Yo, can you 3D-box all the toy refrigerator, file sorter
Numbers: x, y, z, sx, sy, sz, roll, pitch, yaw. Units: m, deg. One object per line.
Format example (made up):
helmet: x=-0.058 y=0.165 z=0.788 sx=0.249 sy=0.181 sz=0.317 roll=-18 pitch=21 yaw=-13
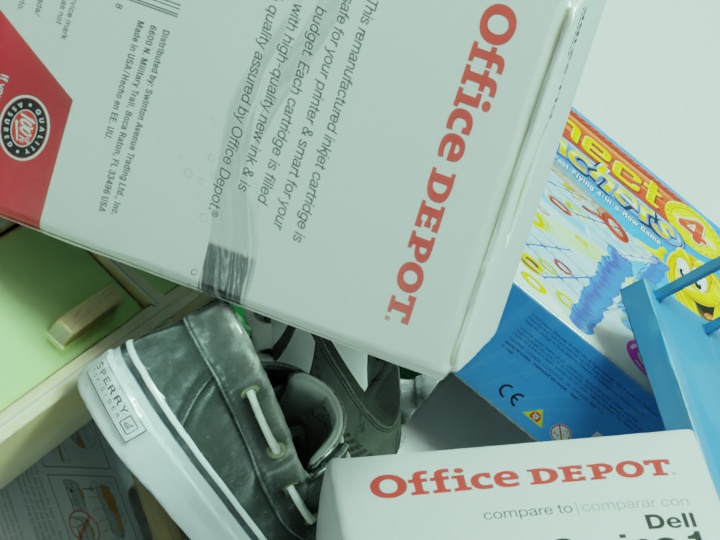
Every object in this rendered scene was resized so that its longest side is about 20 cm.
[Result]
toy refrigerator: x=-0.121 y=0.018 z=0.911 sx=0.076 sy=0.070 sz=0.200 roll=43 pitch=33 yaw=6
file sorter: x=0.225 y=0.070 z=1.045 sx=0.200 sy=0.123 sz=0.139 roll=30 pitch=37 yaw=-50

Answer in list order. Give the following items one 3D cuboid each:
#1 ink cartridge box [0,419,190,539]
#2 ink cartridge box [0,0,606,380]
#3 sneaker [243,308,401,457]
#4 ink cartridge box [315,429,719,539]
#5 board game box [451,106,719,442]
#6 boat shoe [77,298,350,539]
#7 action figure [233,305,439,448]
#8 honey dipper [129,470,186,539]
ink cartridge box: x=-0.140 y=0.116 z=0.924 sx=0.200 sy=0.057 sz=0.163 roll=15 pitch=46 yaw=-55
ink cartridge box: x=-0.029 y=-0.066 z=0.854 sx=0.200 sy=0.144 sz=0.084 roll=21 pitch=14 yaw=13
sneaker: x=0.000 y=0.000 z=0.946 sx=0.066 sy=0.090 sz=0.200 roll=-49 pitch=134 yaw=-50
ink cartridge box: x=0.069 y=0.155 z=0.852 sx=0.146 sy=0.084 sz=0.200 roll=-4 pitch=42 yaw=-10
board game box: x=0.074 y=-0.016 z=1.128 sx=0.200 sy=0.056 sz=0.196 roll=39 pitch=28 yaw=-6
boat shoe: x=-0.035 y=0.071 z=0.910 sx=0.072 sy=0.071 sz=0.200 roll=61 pitch=3 yaw=25
action figure: x=-0.062 y=0.012 z=1.047 sx=0.200 sy=0.055 sz=0.118 roll=34 pitch=46 yaw=-4
honey dipper: x=-0.082 y=0.084 z=0.966 sx=0.038 sy=0.038 sz=0.200 roll=3 pitch=50 yaw=-35
